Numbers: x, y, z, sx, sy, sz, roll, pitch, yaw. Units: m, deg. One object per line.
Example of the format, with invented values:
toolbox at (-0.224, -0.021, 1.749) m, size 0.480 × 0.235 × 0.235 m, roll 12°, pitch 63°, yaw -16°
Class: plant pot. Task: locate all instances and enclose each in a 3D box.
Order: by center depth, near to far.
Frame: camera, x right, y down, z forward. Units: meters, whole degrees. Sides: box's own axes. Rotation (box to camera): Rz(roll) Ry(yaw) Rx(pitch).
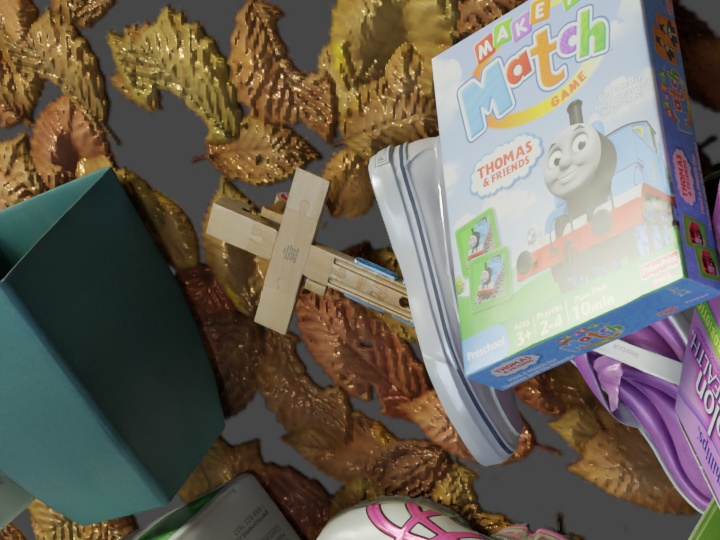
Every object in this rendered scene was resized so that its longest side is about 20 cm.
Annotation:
plant pot at (-0.194, 0.064, 1.327) m, size 0.141 × 0.141 × 0.200 m, roll -17°, pitch 114°, yaw 37°

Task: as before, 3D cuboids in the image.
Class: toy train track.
toy train track at (0.000, 0.000, 1.239) m, size 0.200 × 0.033 × 0.115 m, roll 24°, pitch 120°, yaw 11°

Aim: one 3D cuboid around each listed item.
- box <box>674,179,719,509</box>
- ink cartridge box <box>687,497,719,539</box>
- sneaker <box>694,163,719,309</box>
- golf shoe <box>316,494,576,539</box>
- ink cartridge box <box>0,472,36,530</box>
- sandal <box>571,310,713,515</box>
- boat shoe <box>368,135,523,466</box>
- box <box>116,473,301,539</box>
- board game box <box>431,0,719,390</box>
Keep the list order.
box at (0.268, 0.016, 0.984) m, size 0.176 × 0.097 × 0.200 m, roll -2°, pitch 122°, yaw -9°
ink cartridge box at (0.271, 0.225, 1.148) m, size 0.200 × 0.076 × 0.148 m, roll 29°, pitch 143°, yaw 14°
sneaker at (0.181, -0.027, 1.083) m, size 0.200 × 0.074 × 0.087 m, roll 16°, pitch 124°, yaw 18°
golf shoe at (0.049, 0.200, 1.283) m, size 0.200 × 0.092 × 0.073 m, roll 5°, pitch 120°, yaw 31°
ink cartridge box at (-0.281, 0.126, 1.372) m, size 0.067 × 0.200 × 0.117 m, roll -23°, pitch 103°, yaw 39°
sandal at (0.169, 0.068, 1.158) m, size 0.203 × 0.050 × 0.082 m, roll 49°, pitch 130°, yaw -1°
boat shoe at (0.066, 0.016, 1.163) m, size 0.067 × 0.074 × 0.200 m, roll -19°, pitch 97°, yaw 16°
box at (-0.123, 0.288, 1.370) m, size 0.171 × 0.199 × 0.200 m, roll -32°, pitch 95°, yaw 40°
board game box at (0.110, -0.055, 1.052) m, size 0.151 × 0.037 × 0.200 m, roll -28°, pitch 55°, yaw 39°
